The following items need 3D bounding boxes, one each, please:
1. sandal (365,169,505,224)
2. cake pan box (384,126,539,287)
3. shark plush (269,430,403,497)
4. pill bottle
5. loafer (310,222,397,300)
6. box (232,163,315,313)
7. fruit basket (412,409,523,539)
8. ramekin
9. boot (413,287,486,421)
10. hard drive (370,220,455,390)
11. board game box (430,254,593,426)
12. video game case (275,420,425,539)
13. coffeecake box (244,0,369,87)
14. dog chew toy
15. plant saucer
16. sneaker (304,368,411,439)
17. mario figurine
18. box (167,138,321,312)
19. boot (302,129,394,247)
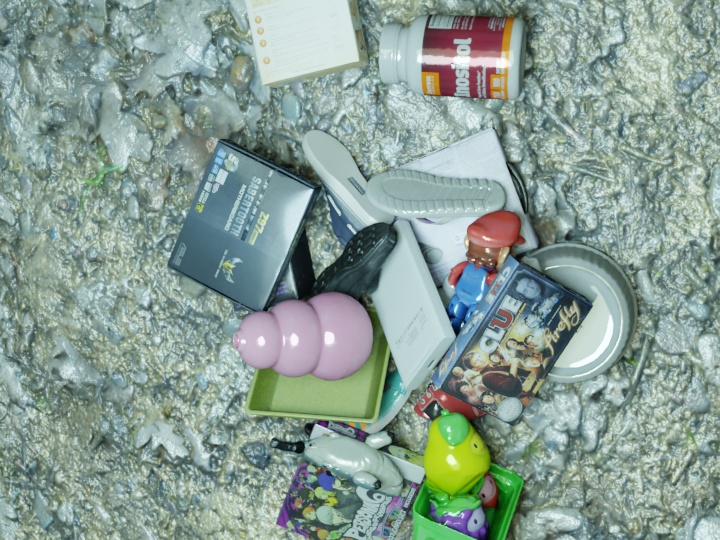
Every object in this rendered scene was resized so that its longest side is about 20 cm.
[{"bbox_3d":[0.104,-0.094,1.543,0.200,0.083,0.050,6,140,11],"label":"sandal"},{"bbox_3d":[0.145,-0.089,1.587,0.198,0.052,0.186,-22,93,14],"label":"cake pan box"},{"bbox_3d":[-0.036,0.284,1.566,0.197,0.084,0.092,4,54,1],"label":"shark plush"},{"bbox_3d":[0.131,-0.302,1.535,0.197,0.113,0.115,5,97,13],"label":"pill bottle"},{"bbox_3d":[0.000,0.000,1.576,0.070,0.069,0.201,22,136,-23],"label":"loafer"},{"bbox_3d":[-0.143,-0.050,1.620,0.105,0.122,0.203,-10,94,13],"label":"box"},{"bbox_3d":[0.151,0.304,1.549,0.154,0.215,0.218,22,100,10],"label":"fruit basket"},{"bbox_3d":[0.292,0.066,1.541,0.197,0.105,0.203,2,97,13],"label":"ramekin"},{"bbox_3d":[0.118,0.138,1.609,0.143,0.072,0.202,-29,92,16],"label":"boot"},{"bbox_3d":[0.066,0.049,1.549,0.132,0.026,0.202,-58,42,45],"label":"hard drive"},{"bbox_3d":[0.203,0.096,1.462,0.134,0.035,0.201,26,103,-22],"label":"board game box"},{"bbox_3d":[-0.015,0.333,1.638,0.179,0.036,0.202,23,115,0],"label":"video game case"},{"bbox_3d":[-0.085,-0.386,1.596,0.151,0.073,0.203,-11,94,14],"label":"coffeecake box"},{"bbox_3d":[-0.083,0.093,1.518,0.198,0.124,0.126,0,98,-30],"label":"dog chew toy"},{"bbox_3d":[-0.053,0.145,1.614,0.197,0.201,0.048,3,141,12],"label":"plant saucer"},{"bbox_3d":[-0.003,0.205,1.634,0.080,0.071,0.200,42,105,-12],"label":"sneaker"},{"bbox_3d":[0.180,0.015,1.511,0.122,0.106,0.202,21,97,4],"label":"mario figurine"},{"bbox_3d":[-0.164,-0.062,1.534,0.156,0.051,0.202,27,101,7],"label":"box"},{"bbox_3d":[-0.034,-0.110,1.617,0.201,0.072,0.091,54,136,22],"label":"boot"}]
